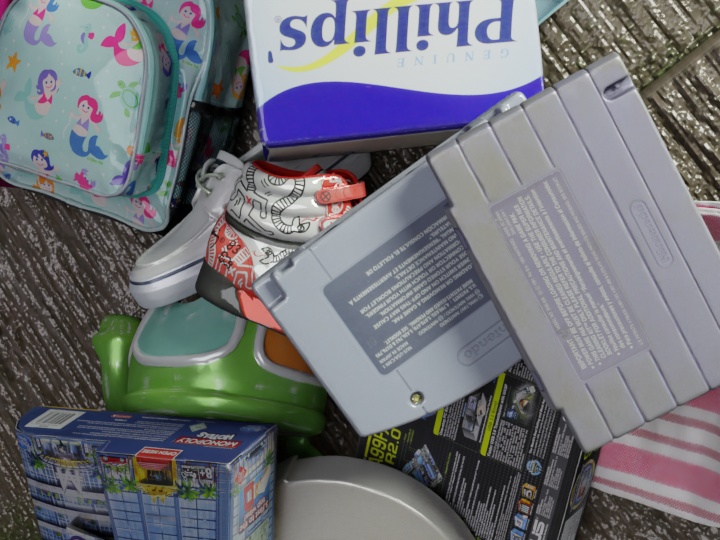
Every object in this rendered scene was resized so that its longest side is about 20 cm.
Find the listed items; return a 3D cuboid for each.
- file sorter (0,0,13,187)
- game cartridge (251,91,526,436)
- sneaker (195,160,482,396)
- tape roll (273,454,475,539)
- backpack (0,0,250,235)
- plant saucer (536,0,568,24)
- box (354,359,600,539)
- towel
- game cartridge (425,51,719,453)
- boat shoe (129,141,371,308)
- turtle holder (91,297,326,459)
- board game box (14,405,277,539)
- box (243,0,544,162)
[{"bbox_3d":[-0.317,-0.175,1.051,0.125,0.139,0.201,14,97,21],"label":"file sorter"},{"bbox_3d":[0.052,0.003,0.832,0.200,0.042,0.133,-35,103,-2],"label":"game cartridge"},{"bbox_3d":[-0.001,0.000,0.883,0.201,0.067,0.108,22,102,9],"label":"sneaker"},{"bbox_3d":[-0.011,0.222,0.943,0.202,0.037,0.203,5,112,13],"label":"tape roll"},{"bbox_3d":[-0.176,-0.141,1.000,0.177,0.151,0.201,20,94,20],"label":"backpack"},{"bbox_3d":[0.066,-0.246,0.968,0.070,0.019,0.200,-39,80,17],"label":"plant saucer"},{"bbox_3d":[0.086,0.086,0.927,0.160,0.044,0.201,21,110,27],"label":"box"},{"bbox_3d":[0.192,0.055,0.882,0.146,0.030,0.201,8,95,58],"label":"towel"},{"bbox_3d":[0.136,-0.008,0.799,0.129,0.038,0.200,-27,98,10],"label":"game cartridge"},{"bbox_3d":[-0.087,-0.054,0.962,0.200,0.073,0.067,-37,116,-20],"label":"boat shoe"},{"bbox_3d":[-0.103,0.069,0.994,0.185,0.141,0.132,-16,66,59],"label":"turtle holder"},{"bbox_3d":[-0.136,0.197,0.916,0.199,0.062,0.201,0,109,29],"label":"board game box"},{"bbox_3d":[0.016,-0.180,0.890,0.183,0.105,0.201,-7,90,-3],"label":"box"}]
